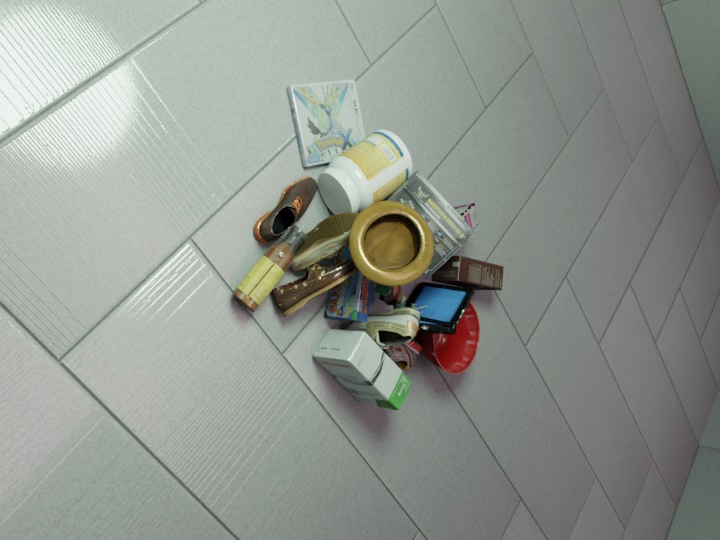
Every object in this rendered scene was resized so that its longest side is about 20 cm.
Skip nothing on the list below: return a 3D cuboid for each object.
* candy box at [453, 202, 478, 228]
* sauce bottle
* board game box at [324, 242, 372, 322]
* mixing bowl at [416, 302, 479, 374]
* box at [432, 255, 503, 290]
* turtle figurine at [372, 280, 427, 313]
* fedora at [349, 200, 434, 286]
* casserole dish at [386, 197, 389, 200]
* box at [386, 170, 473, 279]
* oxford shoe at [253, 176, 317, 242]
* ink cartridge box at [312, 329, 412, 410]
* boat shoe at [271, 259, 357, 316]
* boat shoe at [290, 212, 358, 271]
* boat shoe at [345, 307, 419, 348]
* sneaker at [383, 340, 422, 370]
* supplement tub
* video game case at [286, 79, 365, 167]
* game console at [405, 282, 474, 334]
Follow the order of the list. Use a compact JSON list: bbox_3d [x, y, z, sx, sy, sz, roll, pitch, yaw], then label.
[{"bbox_3d":[0.217,-0.116,1.560,0.200,0.133,0.062,-38,115,-60],"label":"candy box"},{"bbox_3d":[-0.188,-0.007,1.288,0.201,0.066,0.066,-50,119,-13],"label":"sauce bottle"},{"bbox_3d":[-0.021,0.015,1.404,0.034,0.134,0.205,14,80,-35],"label":"board game box"},{"bbox_3d":[0.221,0.169,1.619,0.197,0.107,0.206,0,90,-41],"label":"mixing bowl"},{"bbox_3d":[0.305,0.009,1.699,0.197,0.099,0.077,13,81,-38],"label":"box"},{"bbox_3d":[0.088,0.045,1.436,0.200,0.099,0.153,43,32,-58],"label":"turtle figurine"},{"bbox_3d":[0.061,-0.050,1.314,0.195,0.082,0.206,5,69,-14],"label":"fedora"},{"bbox_3d":[0.102,-0.114,1.571,0.120,0.038,0.205,-22,104,-38],"label":"casserole dish"},{"bbox_3d":[0.146,-0.107,1.428,0.200,0.158,0.048,44,20,-7],"label":"box"},{"bbox_3d":[-0.149,-0.136,1.339,0.072,0.072,0.201,51,60,-26],"label":"oxford shoe"},{"bbox_3d":[0.005,0.231,1.416,0.200,0.145,0.084,48,60,-29],"label":"ink cartridge box"},{"bbox_3d":[-0.103,0.024,1.338,0.197,0.070,0.071,-30,93,-6],"label":"boat shoe"},{"bbox_3d":[-0.078,-0.062,1.357,0.197,0.073,0.065,-29,138,-1],"label":"boat shoe"},{"bbox_3d":[0.043,0.141,1.395,0.075,0.197,0.069,47,40,-34],"label":"boat shoe"},{"bbox_3d":[0.074,0.190,1.519,0.198,0.077,0.084,32,79,-30],"label":"sneaker"},{"bbox_3d":[0.011,-0.224,1.419,0.199,0.144,0.147,-37,112,-25],"label":"supplement tub"},{"bbox_3d":[-0.073,-0.354,1.438,0.197,0.022,0.187,-19,101,-38],"label":"video game case"},{"bbox_3d":[0.152,0.086,1.500,0.173,0.198,0.120,9,88,-40],"label":"game console"}]
